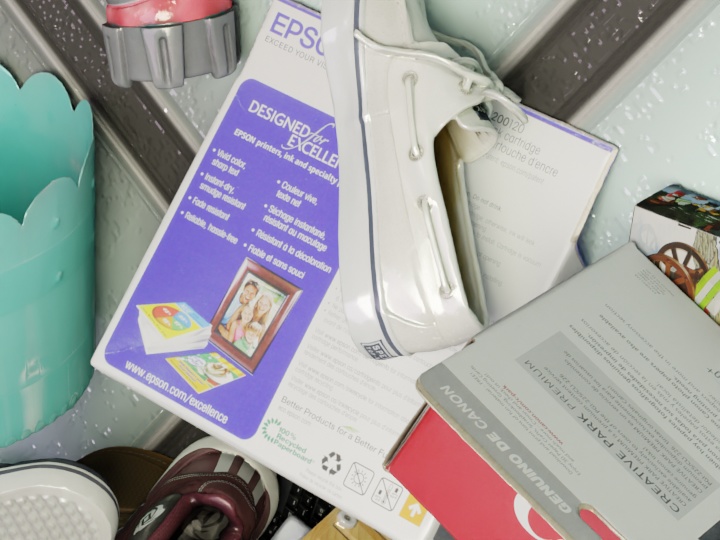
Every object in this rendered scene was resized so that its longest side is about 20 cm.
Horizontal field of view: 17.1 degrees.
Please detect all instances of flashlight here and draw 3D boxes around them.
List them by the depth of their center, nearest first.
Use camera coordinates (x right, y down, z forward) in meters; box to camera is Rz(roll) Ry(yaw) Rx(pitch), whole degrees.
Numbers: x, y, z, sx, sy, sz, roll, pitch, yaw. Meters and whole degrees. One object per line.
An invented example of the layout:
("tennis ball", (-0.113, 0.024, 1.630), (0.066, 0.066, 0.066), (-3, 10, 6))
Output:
("flashlight", (-0.098, -0.189, 1.119), (0.068, 0.068, 0.202), (5, 111, 37))

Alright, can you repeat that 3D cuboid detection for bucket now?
("bucket", (-0.226, -0.005, 1.201), (0.206, 0.207, 0.136), (18, 125, 31))

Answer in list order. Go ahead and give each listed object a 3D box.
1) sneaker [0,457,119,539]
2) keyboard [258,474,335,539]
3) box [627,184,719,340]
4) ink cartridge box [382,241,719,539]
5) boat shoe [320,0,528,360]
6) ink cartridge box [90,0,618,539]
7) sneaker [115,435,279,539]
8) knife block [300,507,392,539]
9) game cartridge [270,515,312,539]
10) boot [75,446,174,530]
("sneaker", (-0.181, 0.127, 1.182), (0.078, 0.080, 0.200), (36, 134, -19))
("keyboard", (-0.017, 0.082, 1.176), (0.104, 0.040, 0.201), (33, 125, 24))
("box", (0.169, 0.079, 1.033), (0.136, 0.038, 0.202), (22, 119, 30))
("ink cartridge box", (0.116, 0.106, 0.944), (0.200, 0.175, 0.084), (45, 127, 16))
("boat shoe", (0.034, -0.066, 1.043), (0.085, 0.075, 0.204), (-7, 76, 22))
("ink cartridge box", (0.000, 0.000, 1.107), (0.197, 0.043, 0.201), (27, 91, 26))
("sneaker", (-0.119, 0.170, 1.161), (0.075, 0.116, 0.201), (35, 99, -2))
("knife block", (-0.068, 0.216, 1.125), (0.064, 0.200, 0.176), (44, 134, 7))
("game cartridge", (0.003, 0.232, 1.156), (0.200, 0.041, 0.133), (38, 84, 8))
("boot", (-0.147, 0.180, 1.301), (0.199, 0.074, 0.156), (-4, 112, 35))
